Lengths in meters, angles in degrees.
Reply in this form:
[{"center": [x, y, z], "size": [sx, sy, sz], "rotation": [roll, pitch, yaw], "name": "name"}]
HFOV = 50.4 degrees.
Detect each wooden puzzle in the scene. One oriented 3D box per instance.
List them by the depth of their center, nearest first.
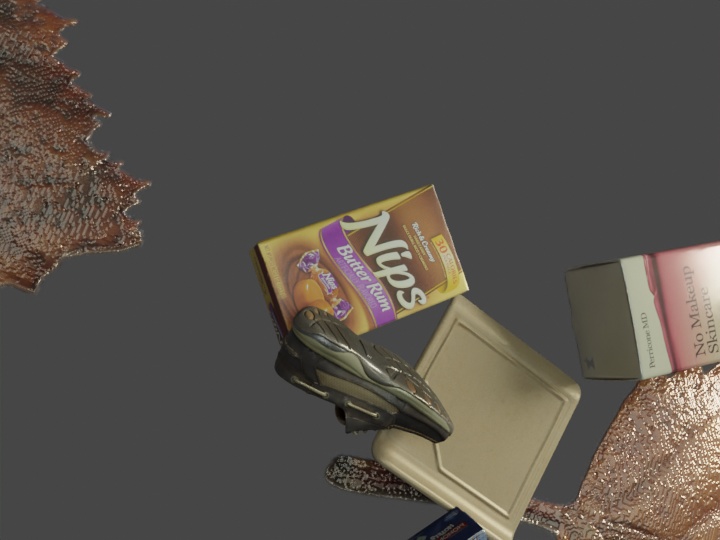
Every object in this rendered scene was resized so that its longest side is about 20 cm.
[{"center": [0.124, 0.156, 0.810], "size": [0.184, 0.037, 0.202], "rotation": [35, 70, -11], "name": "wooden puzzle"}]

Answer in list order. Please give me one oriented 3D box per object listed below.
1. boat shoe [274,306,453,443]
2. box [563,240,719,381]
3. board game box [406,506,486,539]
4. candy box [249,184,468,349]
[{"center": [0.002, 0.111, 0.722], "size": [0.199, 0.075, 0.074], "rotation": [36, 103, -21], "name": "boat shoe"}, {"center": [0.347, 0.042, 0.855], "size": [0.196, 0.109, 0.131], "rotation": [-9, 87, -19], "name": "box"}, {"center": [0.062, 0.371, 0.731], "size": [0.198, 0.062, 0.203], "rotation": [-29, 103, -15], "name": "board game box"}, {"center": [0.000, 0.000, 0.773], "size": [0.197, 0.056, 0.119], "rotation": [-20, 90, -21], "name": "candy box"}]
